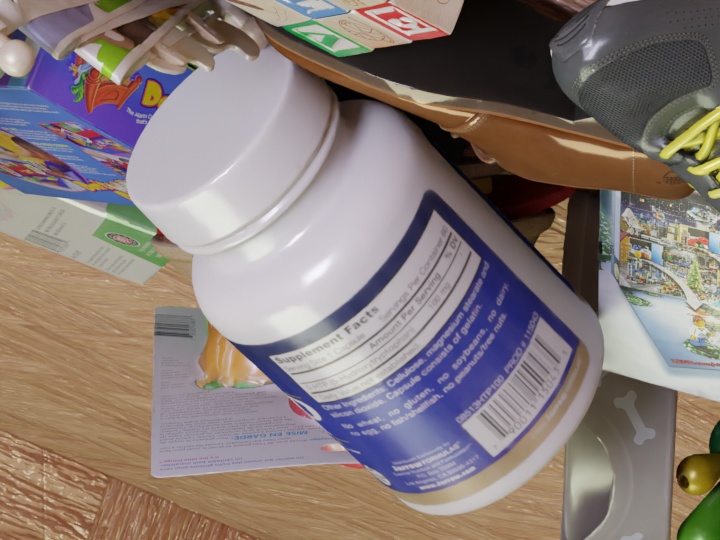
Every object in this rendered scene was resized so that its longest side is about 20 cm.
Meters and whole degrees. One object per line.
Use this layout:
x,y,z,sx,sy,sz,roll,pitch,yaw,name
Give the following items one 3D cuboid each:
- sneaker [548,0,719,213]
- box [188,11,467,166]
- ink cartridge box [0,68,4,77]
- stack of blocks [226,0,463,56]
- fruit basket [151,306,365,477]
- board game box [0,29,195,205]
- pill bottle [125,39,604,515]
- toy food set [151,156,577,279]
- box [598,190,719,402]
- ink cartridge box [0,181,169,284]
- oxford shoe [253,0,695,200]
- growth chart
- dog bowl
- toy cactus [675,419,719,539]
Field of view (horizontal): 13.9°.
0.155,-0.045,1.081,0.199,0.085,0.074,19,139,-32,sneaker
-0.064,-0.098,1.327,0.161,0.049,0.199,30,166,-35,box
-0.244,-0.143,1.199,0.199,0.048,0.146,21,148,42,ink cartridge box
-0.065,-0.146,1.069,0.199,0.059,0.115,25,168,-26,stack of blocks
-0.008,0.056,1.414,0.184,0.094,0.200,-4,-153,-3,fruit basket
-0.143,-0.076,1.334,0.134,0.045,0.199,30,167,-36,board game box
0.000,0.000,1.234,0.200,0.120,0.119,45,157,-29,pill bottle
0.000,-0.028,1.398,0.197,0.049,0.200,0,-173,30,toy food set
0.197,0.004,1.230,0.199,0.038,0.137,15,132,20,box
-0.182,-0.073,1.546,0.199,0.088,0.145,19,169,-10,ink cartridge box
0.048,-0.070,1.170,0.199,0.072,0.071,19,143,3,oxford shoe
-0.118,-0.118,1.114,0.145,0.018,0.200,43,-157,13,growth chart
0.125,0.062,1.430,0.058,0.201,0.200,3,167,7,dog bowl
0.214,0.048,1.374,0.102,0.201,0.165,18,-151,-9,toy cactus
